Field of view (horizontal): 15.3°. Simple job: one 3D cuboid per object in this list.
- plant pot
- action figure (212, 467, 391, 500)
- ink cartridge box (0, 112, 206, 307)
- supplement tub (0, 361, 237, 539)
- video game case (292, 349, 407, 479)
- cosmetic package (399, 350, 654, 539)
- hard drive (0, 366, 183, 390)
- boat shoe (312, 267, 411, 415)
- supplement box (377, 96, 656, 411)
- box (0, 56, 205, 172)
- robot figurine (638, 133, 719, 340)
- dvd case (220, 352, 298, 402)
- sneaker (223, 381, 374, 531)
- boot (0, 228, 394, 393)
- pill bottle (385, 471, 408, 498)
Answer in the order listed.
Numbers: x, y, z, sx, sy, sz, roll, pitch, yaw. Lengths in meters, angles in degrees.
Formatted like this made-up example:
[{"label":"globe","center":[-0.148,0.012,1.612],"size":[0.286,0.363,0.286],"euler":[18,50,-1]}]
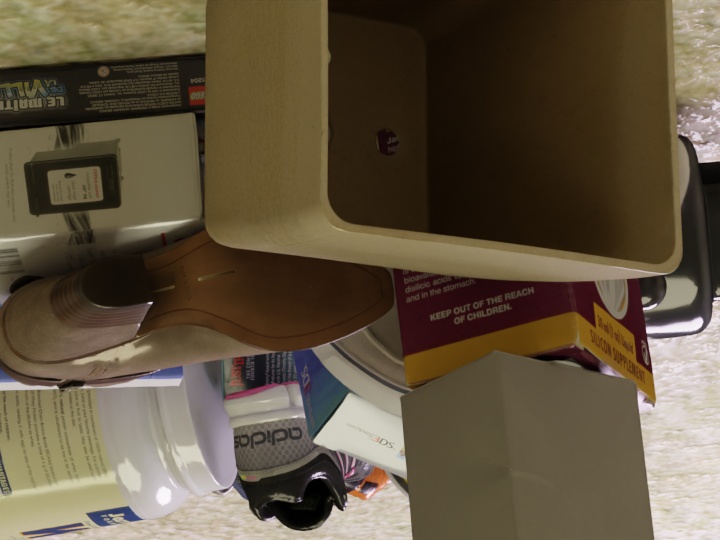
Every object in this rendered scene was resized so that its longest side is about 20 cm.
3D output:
[{"label":"plant pot","center":[0.023,-0.087,1.317],"size":[0.200,0.200,0.177],"euler":[7,164,-30]},{"label":"action figure","center":[-0.070,0.126,1.994],"size":[0.200,0.105,0.193],"euler":[9,164,37]},{"label":"ink cartridge box","center":[-0.143,-0.029,1.472],"size":[0.200,0.067,0.116],"euler":[-6,158,-2]},{"label":"supplement tub","center":[-0.193,0.101,1.775],"size":[0.200,0.145,0.145],"euler":[-10,158,11]},{"label":"video game case","center":[0.043,0.058,1.612],"size":[0.181,0.200,0.045],"euler":[24,118,-24]},{"label":"cosmetic package","center":[0.090,0.150,1.364],"size":[0.107,0.200,0.090],"euler":[16,148,-37]},{"label":"hard drive","center":[-0.207,0.004,1.544],"size":[0.200,0.132,0.025],"euler":[-1,159,-14]},{"label":"boat shoe","center":[0.000,0.000,1.523],"size":[0.071,0.200,0.070],"euler":[-5,132,-31]},{"label":"supplement box","center":[0.084,-0.022,1.466],"size":[0.103,0.200,0.131],"euler":[-16,157,22]},{"label":"box","center":[-0.176,-0.074,1.489],"size":[0.200,0.035,0.110],"euler":[-4,158,-5]},{"label":"robot figurine","center":[0.143,-0.014,1.601],"size":[0.200,0.125,0.150],"euler":[-6,161,4]},{"label":"dvd case","center":[0.009,0.026,1.732],"size":[0.200,0.022,0.146],"euler":[-4,134,-6]},{"label":"sneaker","center":[-0.038,0.131,1.766],"size":[0.074,0.088,0.200],"euler":[-7,167,14]},{"label":"boot","center":[-0.099,0.027,1.457],"size":[0.200,0.070,0.146],"euler":[4,161,-21]},{"label":"pill bottle","center":[0.103,0.091,1.881],"size":[0.112,0.112,0.200],"euler":[7,154,-31]}]
